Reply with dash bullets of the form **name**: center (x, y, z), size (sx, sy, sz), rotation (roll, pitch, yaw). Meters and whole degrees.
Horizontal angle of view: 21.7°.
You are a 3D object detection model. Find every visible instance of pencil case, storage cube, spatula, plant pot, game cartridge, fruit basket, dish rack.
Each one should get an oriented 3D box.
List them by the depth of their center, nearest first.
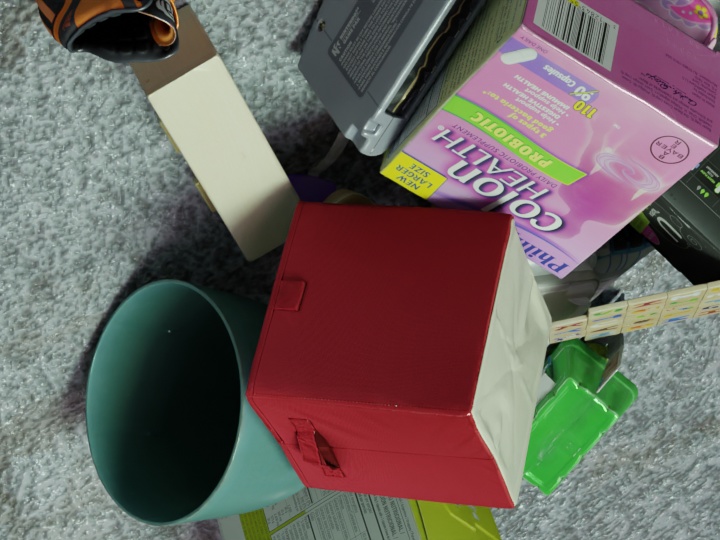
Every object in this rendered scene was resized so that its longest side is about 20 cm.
- **game cartridge**: center (0.030, -0.204, 1.428), size (0.040, 0.134, 0.200), rotation (10, 124, -42)
- **storage cube**: center (0.036, 0.064, 1.466), size (0.179, 0.201, 0.171), rotation (4, 150, 20)
- **pencil case**: center (0.230, -0.158, 1.519), size (0.087, 0.088, 0.200), rotation (-20, 163, -11)
- **spatula**: center (-0.020, -0.105, 1.567), size (0.056, 0.021, 0.201), rotation (9, 122, -35)
- **plant pot**: center (-0.109, 0.114, 1.597), size (0.160, 0.201, 0.201), rotation (6, 125, -46)
- **dish rack**: center (0.118, 0.063, 1.674), size (0.171, 0.044, 0.200), rotation (-6, 145, -39)
- **fruit basket**: center (0.184, 0.116, 1.773), size (0.094, 0.200, 0.185), rotation (35, 111, -11)

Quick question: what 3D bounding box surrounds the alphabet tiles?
- **alphabet tiles**: center (0.259, 0.034, 1.618), size (0.199, 0.006, 0.166), rotation (-12, 169, 3)

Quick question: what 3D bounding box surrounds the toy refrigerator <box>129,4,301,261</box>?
- **toy refrigerator**: center (-0.113, -0.103, 1.481), size (0.070, 0.076, 0.200), rotation (-30, 136, -1)

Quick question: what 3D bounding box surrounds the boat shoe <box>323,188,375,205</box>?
- **boat shoe**: center (0.000, 0.000, 1.635), size (0.074, 0.069, 0.201), rotation (-33, 134, -11)

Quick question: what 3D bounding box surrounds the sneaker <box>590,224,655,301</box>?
- **sneaker**: center (0.217, -0.013, 1.749), size (0.199, 0.075, 0.087), rotation (-27, 142, 8)

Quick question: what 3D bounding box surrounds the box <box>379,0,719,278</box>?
- **box**: center (0.143, -0.115, 1.414), size (0.175, 0.097, 0.200), rotation (29, 139, -16)

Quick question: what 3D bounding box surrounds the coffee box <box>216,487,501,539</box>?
- **coffee box**: center (0.010, 0.264, 1.755), size (0.197, 0.201, 0.200), rotation (-34, 140, 16)

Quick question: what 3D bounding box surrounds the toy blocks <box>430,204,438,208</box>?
- **toy blocks**: center (0.133, -0.045, 1.661), size (0.199, 0.100, 0.137), rotation (-11, 144, -30)

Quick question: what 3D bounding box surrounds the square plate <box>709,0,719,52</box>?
- **square plate**: center (0.261, -0.227, 1.606), size (0.200, 0.029, 0.198), rotation (-42, 134, 11)

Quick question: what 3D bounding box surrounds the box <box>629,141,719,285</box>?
- **box**: center (0.339, -0.093, 1.625), size (0.200, 0.124, 0.149), rotation (-46, 172, -7)

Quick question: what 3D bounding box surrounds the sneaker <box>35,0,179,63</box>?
- **sneaker**: center (-0.132, -0.210, 1.351), size (0.199, 0.112, 0.078), rotation (-31, 136, -1)
